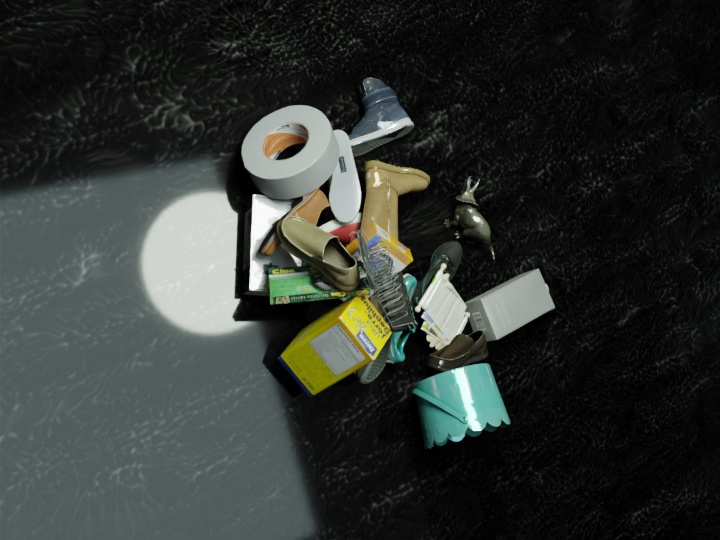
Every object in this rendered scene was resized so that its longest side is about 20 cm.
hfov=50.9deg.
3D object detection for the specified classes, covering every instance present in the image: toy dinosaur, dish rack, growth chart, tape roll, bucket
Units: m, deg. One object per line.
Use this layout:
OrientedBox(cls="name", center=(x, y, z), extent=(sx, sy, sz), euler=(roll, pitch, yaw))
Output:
OrientedBox(cls="toy dinosaur", center=(0.262, -0.109, 1.785), extent=(0.076, 0.102, 0.203), euler=(-26, 90, -26))
OrientedBox(cls="dish rack", center=(0.046, 0.015, 1.493), extent=(0.054, 0.155, 0.201), euler=(-21, 131, 8))
OrientedBox(cls="growth chart", center=(0.185, 0.101, 1.696), extent=(0.145, 0.018, 0.201), euler=(-52, 134, -20))
OrientedBox(cls="tape roll", center=(-0.145, -0.247, 1.572), extent=(0.196, 0.066, 0.203), euler=(-9, 55, 12))
OrientedBox(cls="bucket", center=(0.212, 0.292, 1.630), extent=(0.204, 0.207, 0.137), euler=(-7, 71, -26))

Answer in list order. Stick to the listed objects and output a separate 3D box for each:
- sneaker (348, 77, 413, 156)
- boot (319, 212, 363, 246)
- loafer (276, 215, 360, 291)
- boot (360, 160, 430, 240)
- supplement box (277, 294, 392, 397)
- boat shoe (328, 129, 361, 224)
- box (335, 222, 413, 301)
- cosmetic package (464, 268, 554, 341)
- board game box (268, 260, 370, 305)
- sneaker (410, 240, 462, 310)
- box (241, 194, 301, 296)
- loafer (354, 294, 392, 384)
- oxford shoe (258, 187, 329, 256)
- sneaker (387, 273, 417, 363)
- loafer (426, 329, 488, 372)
OrientedBox(cls="sneaker", center=(0.004, -0.351, 1.729), extent=(0.200, 0.077, 0.148), euler=(-25, 82, -19))
OrientedBox(cls="boot", center=(-0.002, -0.051, 1.669), extent=(0.197, 0.072, 0.147), euler=(-13, 87, -30))
OrientedBox(cls="loafer", center=(-0.076, -0.046, 1.460), extent=(0.199, 0.068, 0.076), euler=(36, 52, 8))
OrientedBox(cls="boot", center=(0.073, -0.125, 1.665), extent=(0.172, 0.066, 0.204), euler=(8, 74, -23))
OrientedBox(cls="supplement box", center=(-0.051, 0.149, 1.519), extent=(0.109, 0.199, 0.110), euler=(50, 36, -8))
OrientedBox(cls="boat shoe", center=(-0.038, -0.196, 1.633), extent=(0.070, 0.070, 0.204), euler=(-10, 80, 2))
OrientedBox(cls="box", center=(0.000, 0.000, 1.595), extent=(0.118, 0.200, 0.042), euler=(34, 24, -34))
OrientedBox(cls="cosmetic package", center=(0.354, 0.084, 1.802), extent=(0.198, 0.090, 0.108), euler=(-22, 89, -30))
OrientedBox(cls="board game box", center=(-0.084, 0.022, 1.502), extent=(0.196, 0.105, 0.024), euler=(-5, 125, -6))
OrientedBox(cls="sneaker", center=(0.187, 0.011, 1.740), extent=(0.075, 0.079, 0.201), euler=(40, 65, -13))
OrientedBox(cls="box", center=(-0.184, -0.049, 1.586), extent=(0.115, 0.060, 0.204), euler=(4, 79, -24))
OrientedBox(cls="loafer", center=(0.027, 0.141, 1.608), extent=(0.075, 0.069, 0.203), euler=(42, 66, -61))
OrientedBox(cls="oxford shoe", center=(-0.131, -0.093, 1.548), extent=(0.071, 0.071, 0.200), euler=(48, 64, -14))
OrientedBox(cls="sneaker", center=(0.093, 0.108, 1.666), extent=(0.077, 0.079, 0.203), euler=(34, 69, -55))
OrientedBox(cls="loafer", center=(0.216, 0.177, 1.702), extent=(0.198, 0.072, 0.073), euler=(-14, 109, -48))
